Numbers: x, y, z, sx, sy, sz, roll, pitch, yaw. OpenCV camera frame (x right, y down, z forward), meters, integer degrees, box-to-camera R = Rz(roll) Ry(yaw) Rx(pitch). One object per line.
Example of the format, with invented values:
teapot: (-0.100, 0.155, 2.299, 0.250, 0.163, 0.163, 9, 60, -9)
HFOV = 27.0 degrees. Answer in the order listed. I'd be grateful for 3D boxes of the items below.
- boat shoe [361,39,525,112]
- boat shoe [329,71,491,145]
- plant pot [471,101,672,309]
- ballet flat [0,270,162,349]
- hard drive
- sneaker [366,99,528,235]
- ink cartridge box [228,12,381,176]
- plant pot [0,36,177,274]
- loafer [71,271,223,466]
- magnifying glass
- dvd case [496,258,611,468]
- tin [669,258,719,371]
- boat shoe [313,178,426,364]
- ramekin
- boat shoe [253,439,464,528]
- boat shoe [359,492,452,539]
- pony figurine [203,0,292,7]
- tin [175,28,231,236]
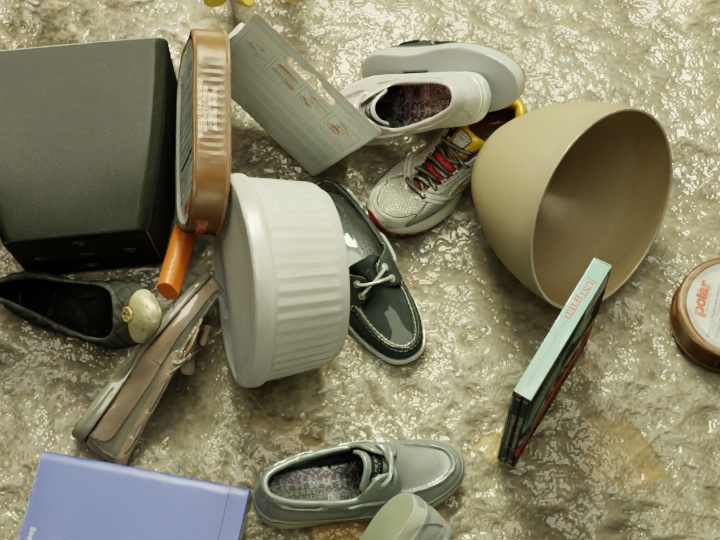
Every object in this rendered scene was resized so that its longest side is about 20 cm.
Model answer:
boat shoe: (0.089, -0.205, 1.514, 0.200, 0.069, 0.057, 11, 36, 41)
boat shoe: (0.032, -0.159, 1.483, 0.200, 0.068, 0.072, 4, 96, 40)
plant pot: (0.185, -0.079, 1.450, 0.200, 0.200, 0.134, -45, 46, -17)
ballet flat: (-0.267, 0.038, 1.413, 0.200, 0.057, 0.067, 6, 89, 35)
hard drive: (-0.212, 0.248, 1.381, 0.200, 0.025, 0.132, 10, 67, 4)
sneaker: (0.087, -0.112, 1.506, 0.200, 0.082, 0.078, -38, 72, -14)
ink cartridge box: (-0.060, -0.178, 1.444, 0.162, 0.200, 0.050, 43, 68, -9)
plant pot: (-0.271, -0.099, 1.450, 0.199, 0.200, 0.178, -5, 78, -3)
loafer: (-0.189, 0.094, 1.422, 0.063, 0.072, 0.200, 39, 87, -3)
magnifying glass: (-0.166, -0.056, 1.465, 0.022, 0.080, 0.200, -12, 45, 22)
dvd case: (0.173, 0.088, 1.356, 0.022, 0.200, 0.146, 30, 71, 12)
tin: (0.402, 0.054, 1.454, 0.200, 0.042, 0.112, 16, 63, 7)
boat shoe: (0.000, 0.000, 1.469, 0.076, 0.060, 0.200, -31, 70, -12)
ramekin: (-0.075, 0.006, 1.400, 0.094, 0.202, 0.203, -5, 66, -16)
boat shoe: (0.003, 0.191, 1.369, 0.200, 0.072, 0.070, -9, 67, -11)
boat shoe: (0.011, 0.294, 1.332, 0.071, 0.070, 0.201, 36, 91, -23)
pony figurine: (-0.087, -0.378, 1.583, 0.193, 0.167, 0.200, -25, 48, 24)
tin: (-0.148, -0.130, 1.406, 0.042, 0.112, 0.200, 2, 73, -12)
